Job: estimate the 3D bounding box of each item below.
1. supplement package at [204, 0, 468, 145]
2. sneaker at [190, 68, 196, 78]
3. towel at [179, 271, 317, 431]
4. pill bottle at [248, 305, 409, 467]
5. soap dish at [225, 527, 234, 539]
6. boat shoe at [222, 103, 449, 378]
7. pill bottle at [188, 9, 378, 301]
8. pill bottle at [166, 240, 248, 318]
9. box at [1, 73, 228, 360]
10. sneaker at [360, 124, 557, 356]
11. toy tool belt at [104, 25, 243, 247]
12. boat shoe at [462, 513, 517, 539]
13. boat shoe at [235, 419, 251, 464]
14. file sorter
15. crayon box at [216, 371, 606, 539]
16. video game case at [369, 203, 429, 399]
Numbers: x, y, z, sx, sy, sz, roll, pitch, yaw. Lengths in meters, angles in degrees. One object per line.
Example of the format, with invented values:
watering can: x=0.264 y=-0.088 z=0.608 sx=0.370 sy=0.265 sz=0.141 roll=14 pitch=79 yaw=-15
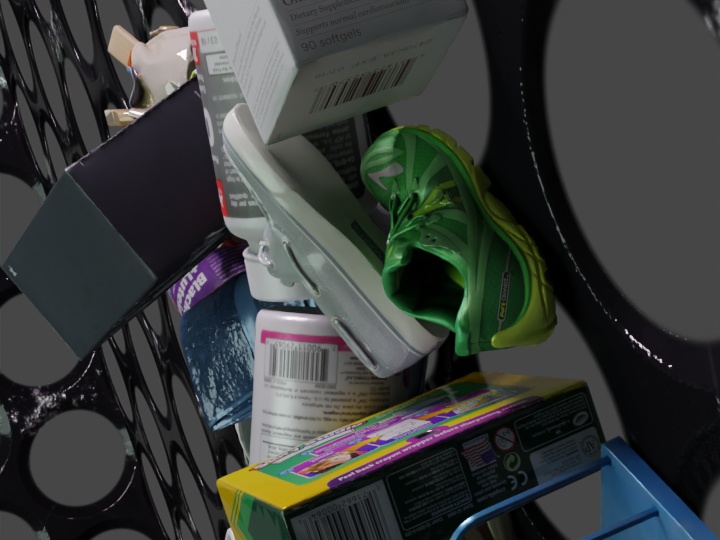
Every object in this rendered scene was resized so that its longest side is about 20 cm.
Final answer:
supplement package: x=-0.036 y=-0.201 z=0.871 sx=0.202 sy=0.116 sz=0.117 roll=66 pitch=162 yaw=11
sneaker: x=-0.115 y=-0.151 z=1.187 sx=0.072 sy=0.081 sz=0.202 roll=-103 pitch=5 yaw=-58
towel: x=-0.077 y=0.053 z=1.174 sx=0.199 sy=0.048 sz=0.113 roll=-30 pitch=79 yaw=47
pill bottle: x=-0.024 y=0.130 z=1.017 sx=0.113 sy=0.112 sz=0.203 roll=-170 pitch=83 yaw=-70
soap dish: x=-0.104 y=0.387 z=1.737 sx=0.159 sy=0.080 sz=0.201 roll=63 pitch=160 yaw=23
boat shoe: x=-0.030 y=-0.014 z=0.921 sx=0.201 sy=0.071 sz=0.070 roll=49 pitch=-155 yaw=-2
pill bottle: x=-0.048 y=-0.087 z=1.000 sx=0.114 sy=0.112 sz=0.203 roll=-161 pitch=60 yaw=-68
pill bottle: x=-0.106 y=0.038 z=1.334 sx=0.200 sy=0.110 sz=0.113 roll=51 pitch=154 yaw=46
box: x=-0.161 y=-0.048 z=1.122 sx=0.104 sy=0.182 sz=0.200 roll=49 pitch=147 yaw=-1
sneaker: x=0.043 y=-0.023 z=0.871 sx=0.200 sy=0.083 sz=0.075 roll=-128 pitch=25 yaw=-46
toy tool belt: x=-0.169 y=-0.123 z=1.308 sx=0.121 sy=0.125 sz=0.203 roll=3 pitch=108 yaw=28
boat shoe: x=0.088 y=0.233 z=1.016 sx=0.076 sy=0.071 sz=0.202 roll=109 pitch=139 yaw=-63
boat shoe: x=-0.093 y=0.178 z=1.486 sx=0.064 sy=0.070 sz=0.203 roll=-138 pitch=32 yaw=-58
file sorter: x=0.143 y=0.217 z=0.758 sx=0.200 sy=0.121 sz=0.140 roll=-130 pitch=28 yaw=-50
crayon box: x=0.026 y=0.124 z=0.881 sx=0.059 sy=0.198 sz=0.172 roll=70 pitch=162 yaw=-3
video game case: x=0.000 y=0.000 z=1.124 sx=0.183 sy=0.022 sz=0.201 roll=96 pitch=150 yaw=-53
